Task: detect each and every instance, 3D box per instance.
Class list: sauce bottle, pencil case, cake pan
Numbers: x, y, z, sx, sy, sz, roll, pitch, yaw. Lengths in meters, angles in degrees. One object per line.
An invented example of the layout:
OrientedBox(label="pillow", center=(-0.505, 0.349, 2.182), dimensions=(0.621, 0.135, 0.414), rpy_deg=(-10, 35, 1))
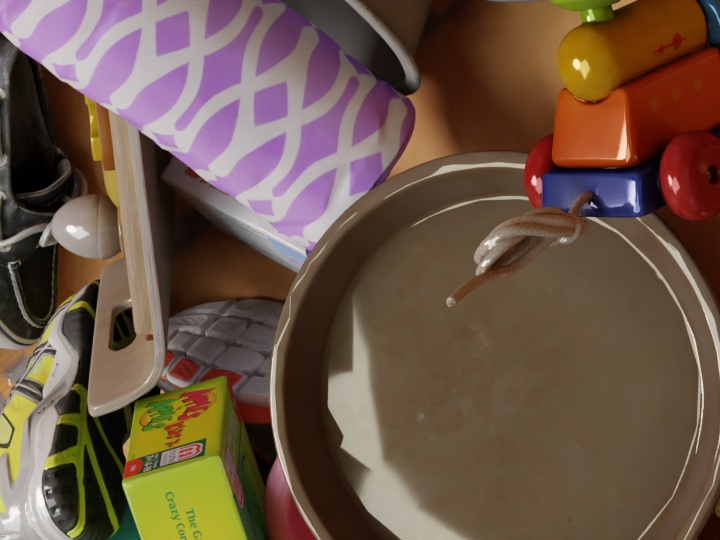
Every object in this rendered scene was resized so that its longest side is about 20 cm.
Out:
OrientedBox(label="sauce bottle", center=(0.134, 0.044, 1.228), dimensions=(0.200, 0.066, 0.066), rpy_deg=(45, 138, 20))
OrientedBox(label="pencil case", center=(-0.069, -0.090, 1.233), dimensions=(0.200, 0.086, 0.084), rpy_deg=(36, 103, -15))
OrientedBox(label="cake pan", center=(-0.051, -0.144, 1.241), dimensions=(0.200, 0.037, 0.200), rpy_deg=(33, 172, 5))

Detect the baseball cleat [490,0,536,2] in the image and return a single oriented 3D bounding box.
OrientedBox(label="baseball cleat", center=(0.009, -0.166, 1.193), dimensions=(0.200, 0.106, 0.070), rpy_deg=(26, 96, 33))

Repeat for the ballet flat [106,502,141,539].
OrientedBox(label="ballet flat", center=(-0.110, 0.165, 1.382), dimensions=(0.071, 0.200, 0.072), rpy_deg=(2, 117, 3))

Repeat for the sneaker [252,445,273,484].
OrientedBox(label="sneaker", center=(-0.034, 0.143, 1.448), dimensions=(0.200, 0.078, 0.077), rpy_deg=(44, 132, 19))

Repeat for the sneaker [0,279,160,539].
OrientedBox(label="sneaker", center=(-0.152, 0.072, 1.436), dimensions=(0.076, 0.200, 0.076), rpy_deg=(-25, 112, 20))

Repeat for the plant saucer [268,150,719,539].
OrientedBox(label="plant saucer", center=(0.059, 0.051, 1.201), dimensions=(0.199, 0.029, 0.201), rpy_deg=(1, 92, 18))

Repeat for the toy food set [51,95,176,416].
OrientedBox(label="toy food set", center=(-0.124, -0.054, 1.364), dimensions=(0.060, 0.144, 0.201), rpy_deg=(-5, 118, 1))

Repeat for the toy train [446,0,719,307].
OrientedBox(label="toy train", center=(0.090, -0.074, 1.099), dimensions=(0.084, 0.200, 0.116), rpy_deg=(1, 109, 45))

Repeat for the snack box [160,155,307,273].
OrientedBox(label="snack box", center=(0.000, 0.000, 1.335), dimensions=(0.200, 0.024, 0.072), rpy_deg=(28, 171, 32))

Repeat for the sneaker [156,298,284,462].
OrientedBox(label="sneaker", center=(-0.028, 0.076, 1.403), dimensions=(0.200, 0.077, 0.082), rpy_deg=(19, 132, 38))

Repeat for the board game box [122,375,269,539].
OrientedBox(label="board game box", center=(-0.055, 0.161, 1.345), dimensions=(0.047, 0.102, 0.201), rpy_deg=(-16, 108, 4))

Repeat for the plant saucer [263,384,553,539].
OrientedBox(label="plant saucer", center=(0.058, 0.113, 1.307), dimensions=(0.200, 0.051, 0.201), rpy_deg=(12, 138, 11))

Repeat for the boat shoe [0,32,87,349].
OrientedBox(label="boat shoe", center=(-0.173, -0.039, 1.482), dimensions=(0.068, 0.074, 0.200), rpy_deg=(8, 127, 20))
